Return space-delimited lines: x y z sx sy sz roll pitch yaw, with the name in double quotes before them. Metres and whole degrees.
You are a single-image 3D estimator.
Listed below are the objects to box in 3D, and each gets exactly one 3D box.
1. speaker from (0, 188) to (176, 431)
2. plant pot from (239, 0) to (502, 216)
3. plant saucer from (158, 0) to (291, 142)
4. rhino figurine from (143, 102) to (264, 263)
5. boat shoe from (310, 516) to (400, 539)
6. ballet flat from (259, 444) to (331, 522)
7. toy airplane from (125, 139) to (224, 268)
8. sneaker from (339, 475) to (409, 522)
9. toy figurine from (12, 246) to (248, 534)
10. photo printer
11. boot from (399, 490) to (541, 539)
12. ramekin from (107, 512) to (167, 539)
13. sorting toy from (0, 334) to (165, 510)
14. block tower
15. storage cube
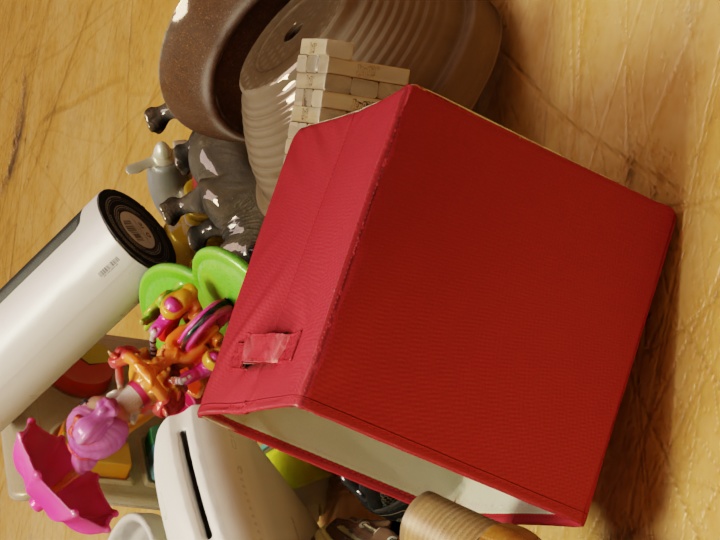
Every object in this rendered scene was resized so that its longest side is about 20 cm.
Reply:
"speaker" -0.231 0.033 1.683 0.200 0.081 0.081 -42 39 20
"plant pot" -0.012 -0.125 1.446 0.201 0.093 0.201 -39 24 21
"plant saucer" -0.043 -0.159 1.537 0.035 0.199 0.201 51 133 34
"rhino figurine" -0.096 -0.051 1.623 0.087 0.060 0.201 -27 57 21
"boat shoe" 0.022 0.189 1.434 0.075 0.075 0.202 -39 13 -2
"ballet flat" -0.056 0.159 1.643 0.200 0.066 0.068 -36 71 65
"toy airplane" -0.130 -0.007 1.758 0.200 0.140 0.201 -170 86 -68
"sneaker" 0.031 0.055 1.375 0.076 0.113 0.201 -159 79 -66
"toy figurine" -0.153 0.097 1.547 0.150 0.184 0.200 43 150 8
"photo printer" -0.069 0.192 1.486 0.200 0.069 0.167 58 -171 -46
"boot" 0.093 0.215 1.220 0.144 0.071 0.202 30 149 37
"ramekin" -0.134 0.288 1.723 0.200 0.104 0.202 -173 90 -69
"sorting toy" -0.183 0.112 1.772 0.186 0.198 0.037 -107 29 -46
"block tower" -0.018 -0.034 1.336 0.054 0.057 0.202 -166 83 -69
"storage cube" 0.040 0.026 1.231 0.171 0.199 0.181 -14 56 68
